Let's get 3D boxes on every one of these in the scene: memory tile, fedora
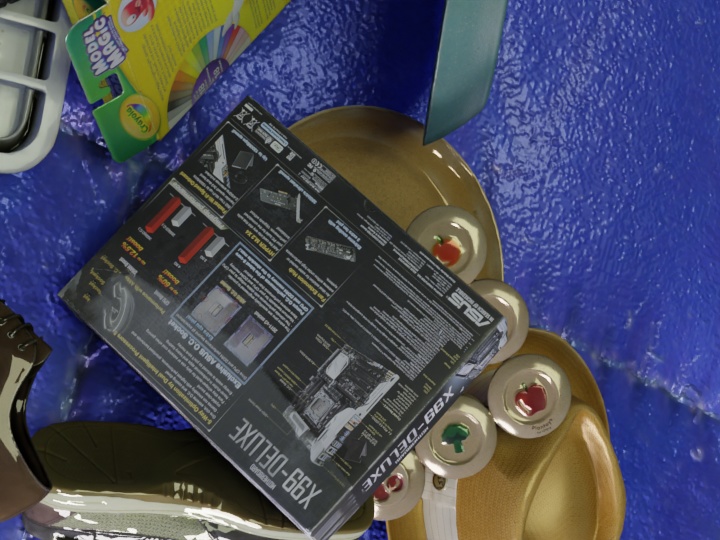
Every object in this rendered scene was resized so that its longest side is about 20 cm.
[{"bbox_3d":[0.010,0.066,0.984,0.199,0.017,0.154,-30,96,3],"label":"memory tile"},{"bbox_3d":[0.108,0.138,1.047,0.199,0.081,0.203,-4,97,-36],"label":"fedora"}]

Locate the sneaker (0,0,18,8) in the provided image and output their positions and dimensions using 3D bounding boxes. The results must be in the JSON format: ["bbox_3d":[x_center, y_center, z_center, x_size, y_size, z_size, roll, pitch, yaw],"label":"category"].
[{"bbox_3d":[-0.170,-0.220,0.903,0.091,0.076,0.201,40,60,-9],"label":"sneaker"}]

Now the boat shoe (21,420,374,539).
[{"bbox_3d":[-0.093,0.131,0.951,0.199,0.066,0.072,9,41,-17],"label":"boat shoe"}]

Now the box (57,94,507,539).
[{"bbox_3d":[-0.042,0.026,0.933,0.200,0.050,0.158,40,80,15],"label":"box"}]

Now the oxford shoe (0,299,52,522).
[{"bbox_3d":[-0.205,0.032,0.886,0.084,0.073,0.202,-15,91,0],"label":"oxford shoe"}]

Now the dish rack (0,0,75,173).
[{"bbox_3d":[-0.252,-0.150,0.907,0.198,0.043,0.174,13,80,-28],"label":"dish rack"}]

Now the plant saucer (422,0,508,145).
[{"bbox_3d":[0.069,-0.171,1.005,0.036,0.200,0.202,10,80,1],"label":"plant saucer"}]

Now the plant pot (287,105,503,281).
[{"bbox_3d":[0.000,0.000,1.046,0.198,0.027,0.203,3,84,-30],"label":"plant pot"}]

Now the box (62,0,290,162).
[{"bbox_3d":[-0.097,-0.165,0.961,0.200,0.048,0.118,-52,151,-25],"label":"box"}]
